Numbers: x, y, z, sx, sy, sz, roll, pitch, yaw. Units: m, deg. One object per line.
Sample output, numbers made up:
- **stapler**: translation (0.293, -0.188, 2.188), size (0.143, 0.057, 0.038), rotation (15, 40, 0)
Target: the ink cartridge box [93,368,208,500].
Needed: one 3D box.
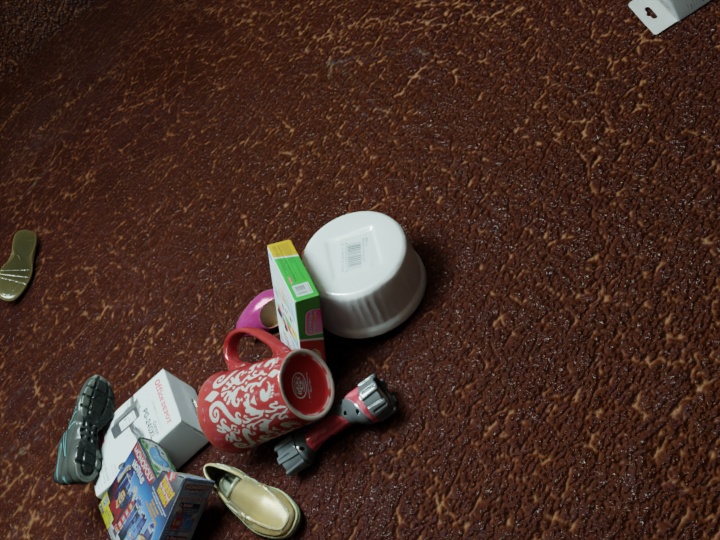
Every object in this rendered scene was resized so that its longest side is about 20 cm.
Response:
- **ink cartridge box**: translation (-0.369, 0.291, 1.599), size (0.200, 0.083, 0.145), rotation (-42, 41, 5)

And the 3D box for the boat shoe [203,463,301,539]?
- **boat shoe**: translation (-0.174, 0.345, 1.404), size (0.199, 0.076, 0.072), rotation (13, 66, 44)

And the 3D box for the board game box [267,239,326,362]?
- **board game box**: translation (-0.099, 0.076, 1.477), size (0.040, 0.202, 0.153), rotation (-15, 40, -14)

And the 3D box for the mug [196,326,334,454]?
- **mug**: translation (-0.153, 0.179, 1.415), size (0.199, 0.179, 0.133), rotation (-24, 11, 44)

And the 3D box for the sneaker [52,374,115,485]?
- **sneaker**: translation (-0.482, 0.272, 1.589), size (0.079, 0.075, 0.202), rotation (-21, 46, 31)

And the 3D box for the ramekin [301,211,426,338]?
- **ramekin**: translation (0.000, 0.000, 1.494), size (0.198, 0.098, 0.202), rotation (-11, 49, 13)

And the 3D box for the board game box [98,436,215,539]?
- **board game box**: translation (-0.317, 0.368, 1.457), size (0.201, 0.061, 0.200), rotation (-56, 44, 15)

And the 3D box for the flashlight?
- **flashlight**: translation (-0.038, 0.238, 1.396), size (0.199, 0.068, 0.068), rotation (-38, 82, 12)

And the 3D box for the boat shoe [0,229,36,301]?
- **boat shoe**: translation (-0.823, -0.003, 2.228), size (0.063, 0.072, 0.202), rotation (113, 160, -51)

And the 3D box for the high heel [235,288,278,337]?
- **high heel**: translation (-0.125, 0.071, 1.598), size (0.199, 0.068, 0.096), rotation (-28, 32, -1)

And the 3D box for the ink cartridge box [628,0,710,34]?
- **ink cartridge box**: translation (0.538, -0.491, 1.519), size (0.199, 0.067, 0.116), rotation (-33, 43, 13)
